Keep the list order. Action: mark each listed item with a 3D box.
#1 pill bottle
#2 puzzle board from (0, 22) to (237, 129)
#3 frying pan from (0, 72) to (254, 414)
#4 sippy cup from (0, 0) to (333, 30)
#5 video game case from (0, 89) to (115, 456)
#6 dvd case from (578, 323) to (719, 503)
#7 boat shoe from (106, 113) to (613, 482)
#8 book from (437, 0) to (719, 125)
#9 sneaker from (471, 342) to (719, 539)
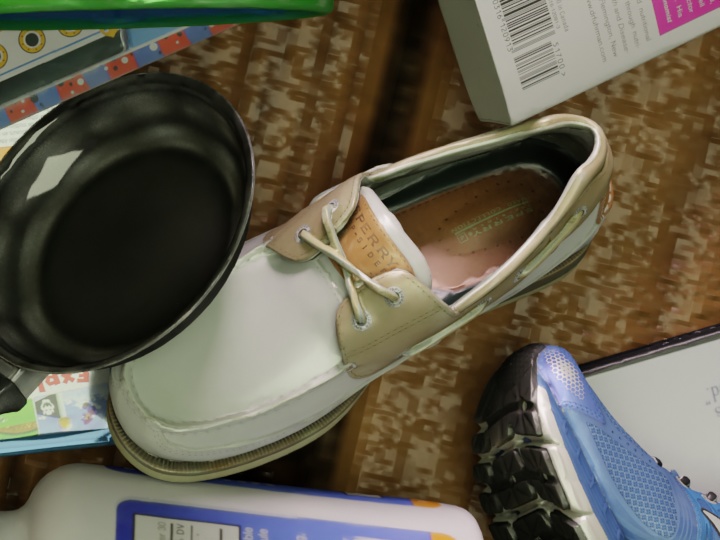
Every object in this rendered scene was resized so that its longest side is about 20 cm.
[{"bbox_3d":[-0.062,0.126,0.922,0.199,0.112,0.113,7,92,-9],"label":"pill bottle"},{"bbox_3d":[-0.098,-0.136,0.873,0.199,0.017,0.151,-23,101,6],"label":"puzzle board"},{"bbox_3d":[-0.093,0.019,0.890,0.031,0.114,0.191,46,55,-50],"label":"frying pan"},{"bbox_3d":[-0.076,-0.140,0.804,0.177,0.140,0.131,-2,93,-9],"label":"sippy cup"},{"bbox_3d":[-0.160,-0.032,0.944,0.142,0.018,0.201,-5,94,-10],"label":"video game case"},{"bbox_3d":[0.140,0.122,1.003,0.142,0.018,0.201,-16,96,-9],"label":"dvd case"},{"bbox_3d":[0.000,0.000,0.922,0.199,0.068,0.075,-31,74,-22],"label":"boat shoe"},{"bbox_3d":[0.111,-0.150,0.942,0.199,0.048,0.134,-25,109,-21],"label":"book"},{"bbox_3d":[0.116,0.104,0.960,0.089,0.078,0.200,-39,102,-19],"label":"sneaker"}]
